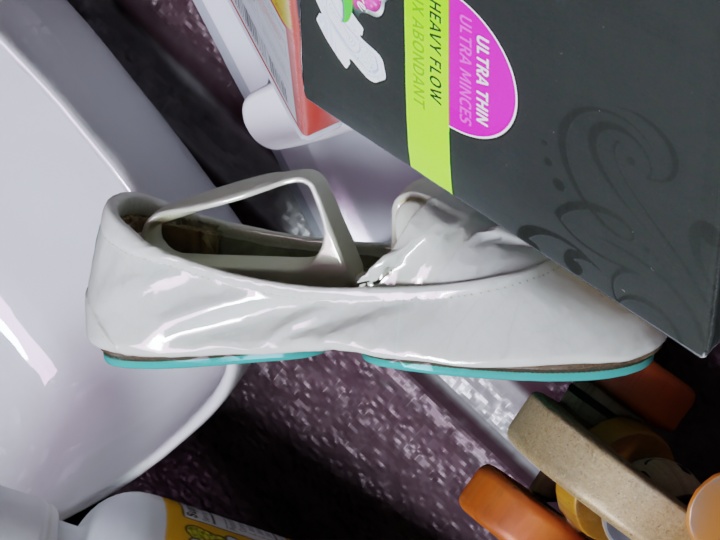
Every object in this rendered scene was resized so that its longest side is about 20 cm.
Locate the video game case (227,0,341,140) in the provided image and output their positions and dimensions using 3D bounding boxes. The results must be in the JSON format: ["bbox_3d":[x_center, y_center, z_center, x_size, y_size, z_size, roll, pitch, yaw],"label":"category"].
[{"bbox_3d":[-0.045,-0.137,0.823,0.143,0.017,0.200,63,172,19],"label":"video game case"}]

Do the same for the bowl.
[{"bbox_3d":[-0.131,-0.015,1.045,0.200,0.075,0.200,51,135,-4],"label":"bowl"}]

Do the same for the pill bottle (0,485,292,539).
[{"bbox_3d":[-0.058,0.147,1.021,0.199,0.113,0.113,20,134,-12],"label":"pill bottle"}]

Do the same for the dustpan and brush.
[{"bbox_3d":[0.017,-0.068,0.913,0.200,0.057,0.140,-16,108,41],"label":"dustpan and brush"}]

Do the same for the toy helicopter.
[{"bbox_3d":[0.133,0.104,0.914,0.200,0.079,0.132,36,180,-13],"label":"toy helicopter"}]

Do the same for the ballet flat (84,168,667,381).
[{"bbox_3d":[0.000,0.000,0.909,0.199,0.069,0.070,1,120,18],"label":"ballet flat"}]

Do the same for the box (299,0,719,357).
[{"bbox_3d":[0.074,-0.111,0.688,0.148,0.124,0.200,34,145,29],"label":"box"}]
